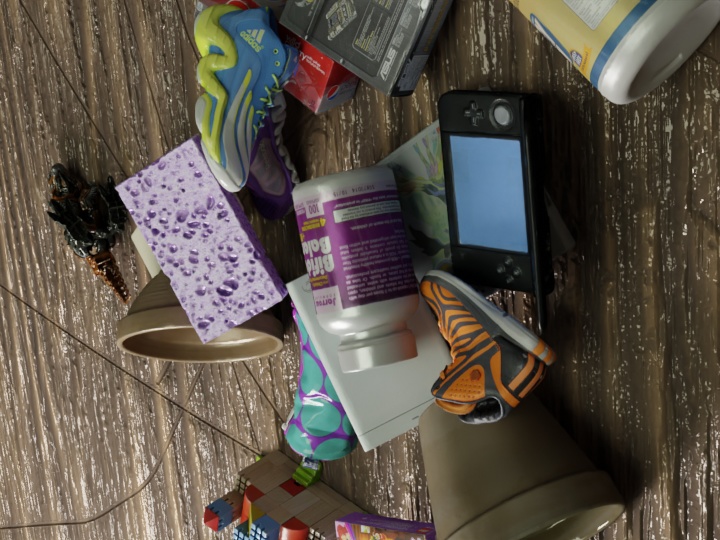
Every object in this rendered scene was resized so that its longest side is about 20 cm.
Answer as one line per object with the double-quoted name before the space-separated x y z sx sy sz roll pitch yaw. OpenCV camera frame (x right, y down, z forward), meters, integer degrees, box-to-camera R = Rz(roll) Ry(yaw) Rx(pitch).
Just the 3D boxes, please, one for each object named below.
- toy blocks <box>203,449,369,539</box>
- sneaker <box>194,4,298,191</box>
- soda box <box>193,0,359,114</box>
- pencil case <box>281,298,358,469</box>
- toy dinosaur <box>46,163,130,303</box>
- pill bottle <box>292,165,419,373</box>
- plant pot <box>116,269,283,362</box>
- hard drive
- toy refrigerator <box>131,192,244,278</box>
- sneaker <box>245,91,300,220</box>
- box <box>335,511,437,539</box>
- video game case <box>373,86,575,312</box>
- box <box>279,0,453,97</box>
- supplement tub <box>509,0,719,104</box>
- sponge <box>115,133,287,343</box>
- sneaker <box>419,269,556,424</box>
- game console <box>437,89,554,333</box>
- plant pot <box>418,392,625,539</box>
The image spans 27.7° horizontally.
"toy blocks" -0.096 0.302 1.769 0.199 0.136 0.101 30 126 29
"sneaker" -0.114 -0.186 1.496 0.104 0.076 0.203 -11 77 13
"soda box" -0.087 -0.257 1.572 0.199 0.063 0.070 40 130 22
"pencil case" -0.040 0.121 1.675 0.091 0.085 0.202 5 116 -2
"toy dinosaur" -0.346 -0.056 1.894 0.200 0.102 0.136 41 155 4
"pill bottle" 0.000 0.000 1.517 0.112 0.112 0.203 -14 88 44
"plant pot" -0.189 0.046 1.731 0.200 0.199 0.094 -15 69 44
"hard drive" 0.020 0.076 1.585 0.202 0.131 0.027 64 177 1
"toy refrigerator" -0.205 -0.052 1.713 0.071 0.075 0.200 61 155 4
"sneaker" -0.126 -0.126 1.617 0.080 0.088 0.201 31 149 30
"box" 0.043 0.381 1.646 0.136 0.039 0.203 0 100 43
"video game case" 0.107 -0.064 1.507 0.199 0.022 0.184 -33 85 45
"box" 0.020 -0.297 1.441 0.158 0.048 0.202 36 116 26
"supplement tub" 0.203 -0.259 1.250 0.200 0.144 0.145 48 133 16
"sponge" -0.173 -0.034 1.588 0.111 0.030 0.202 -27 97 19
"sneaker" 0.098 0.078 1.452 0.112 0.077 0.200 -52 37 0
"game console" 0.126 -0.061 1.396 0.174 0.116 0.203 9 113 39
"plant pot" 0.144 0.209 1.493 0.200 0.198 0.175 -49 58 43
